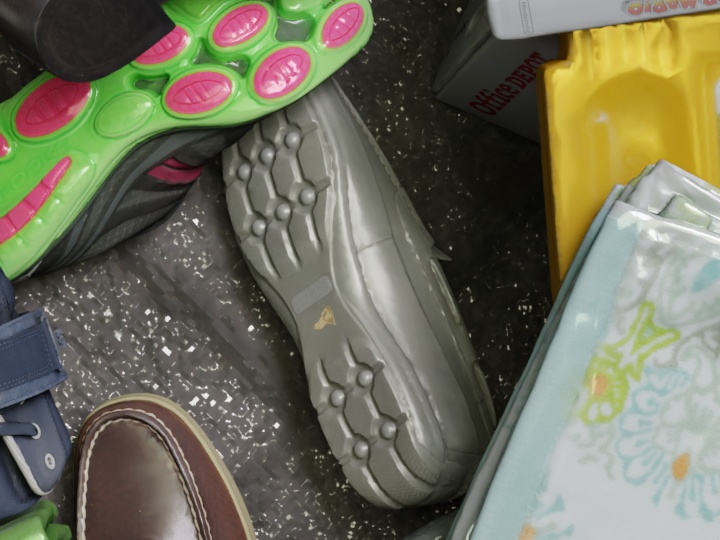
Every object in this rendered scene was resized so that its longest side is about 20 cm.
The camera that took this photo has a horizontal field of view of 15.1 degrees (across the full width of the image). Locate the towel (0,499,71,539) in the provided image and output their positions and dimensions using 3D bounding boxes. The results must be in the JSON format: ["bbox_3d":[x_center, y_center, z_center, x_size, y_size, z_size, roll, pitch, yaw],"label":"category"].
[{"bbox_3d":[-0.199,0.139,0.983,0.199,0.149,0.031,-25,91,-4],"label":"towel"}]

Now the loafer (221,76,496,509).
[{"bbox_3d":[0.000,0.000,1.098,0.070,0.070,0.201,-6,73,-50],"label":"loafer"}]

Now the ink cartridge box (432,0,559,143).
[{"bbox_3d":[0.144,-0.081,1.086,0.199,0.145,0.084,23,79,-6],"label":"ink cartridge box"}]

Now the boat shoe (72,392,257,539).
[{"bbox_3d":[-0.075,0.147,1.047,0.072,0.072,0.201,-9,87,8],"label":"boat shoe"}]

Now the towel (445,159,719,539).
[{"bbox_3d":[0.125,0.082,0.911,0.170,0.048,0.201,23,101,-9],"label":"towel"}]

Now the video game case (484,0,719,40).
[{"bbox_3d":[0.135,-0.151,0.961,0.181,0.200,0.023,-8,123,9],"label":"video game case"}]

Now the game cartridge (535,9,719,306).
[{"bbox_3d":[0.164,-0.009,0.936,0.199,0.032,0.178,-7,99,-5],"label":"game cartridge"}]

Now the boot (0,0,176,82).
[{"bbox_3d":[-0.086,-0.160,1.055,0.188,0.200,0.069,-37,128,-8],"label":"boot"}]

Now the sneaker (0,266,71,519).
[{"bbox_3d":[-0.155,0.022,0.931,0.076,0.202,0.147,-10,91,8],"label":"sneaker"}]

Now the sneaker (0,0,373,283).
[{"bbox_3d":[-0.086,-0.062,1.068,0.199,0.084,0.077,-31,80,4],"label":"sneaker"}]

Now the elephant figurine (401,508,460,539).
[{"bbox_3d":[0.027,0.197,1.037,0.141,0.201,0.155,-38,58,-23],"label":"elephant figurine"}]
